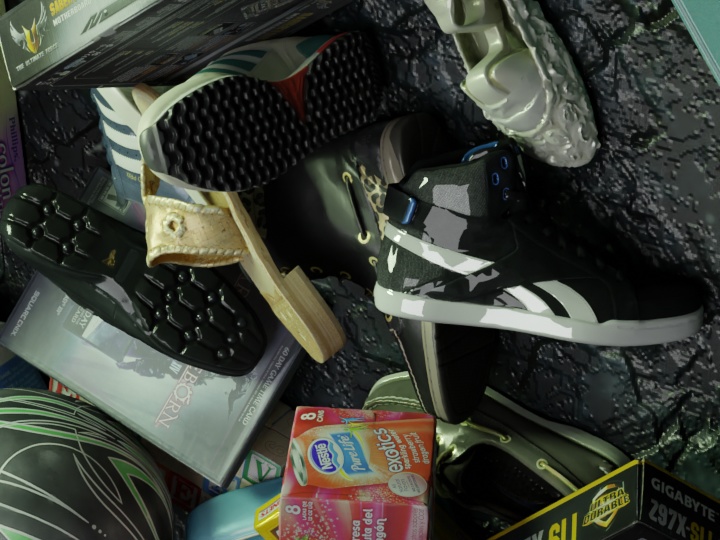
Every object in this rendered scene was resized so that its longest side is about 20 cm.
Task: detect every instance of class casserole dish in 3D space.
[{"bbox_3d":[-0.031,0.198,1.567,0.198,0.039,0.122,-16,119,16],"label":"casserole dish"}]

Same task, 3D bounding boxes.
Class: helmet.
[{"bbox_3d":[-0.227,0.177,1.567,0.199,0.200,0.192,23,121,23],"label":"helmet"}]

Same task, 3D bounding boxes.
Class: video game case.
[{"bbox_3d":[-0.137,0.037,1.565,0.199,0.019,0.144,30,89,19],"label":"video game case"}]

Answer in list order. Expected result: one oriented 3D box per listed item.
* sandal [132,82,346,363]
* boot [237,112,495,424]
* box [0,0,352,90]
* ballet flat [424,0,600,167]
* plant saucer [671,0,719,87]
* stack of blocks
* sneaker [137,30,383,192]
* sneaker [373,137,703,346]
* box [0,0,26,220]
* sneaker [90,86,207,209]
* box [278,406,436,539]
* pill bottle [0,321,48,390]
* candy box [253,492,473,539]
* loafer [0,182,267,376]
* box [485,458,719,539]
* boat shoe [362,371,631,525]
[{"bbox_3d":[-0.100,-0.017,1.424,0.212,0.069,0.078,51,167,4],"label":"sandal"},{"bbox_3d":[0.000,0.000,1.464,0.150,0.073,0.202,-1,112,36],"label":"boot"},{"bbox_3d":[-0.100,-0.165,1.378,0.199,0.158,0.049,-23,79,45],"label":"box"},{"bbox_3d":[0.072,-0.141,1.340,0.071,0.072,0.201,-18,104,40],"label":"ballet flat"},{"bbox_3d":[0.197,-0.165,1.267,0.070,0.019,0.201,-25,98,41],"label":"plant saucer"},{"bbox_3d":[-0.126,0.100,1.621,0.199,0.059,0.116,29,129,20],"label":"stack of blocks"},{"bbox_3d":[-0.077,-0.095,1.386,0.093,0.199,0.071,0,110,42],"label":"sneaker"},{"bbox_3d":[0.110,-0.021,1.352,0.198,0.073,0.113,5,103,2],"label":"sneaker"},{"bbox_3d":[-0.334,-0.088,1.570,0.096,0.200,0.177,14,123,29],"label":"box"},{"bbox_3d":[-0.151,-0.093,1.519,0.084,0.075,0.201,-36,91,39],"label":"sneaker"},{"bbox_3d":[-0.002,0.197,1.451,0.095,0.100,0.201,4,122,3],"label":"box"},{"bbox_3d":[-0.286,0.108,1.706,0.112,0.112,0.201,-16,104,40],"label":"pill bottle"},{"bbox_3d":[0.031,0.205,1.528,0.102,0.026,0.200,-36,112,21],"label":"candy box"},{"bbox_3d":[-0.151,0.007,1.531,0.200,0.068,0.070,31,171,1],"label":"loafer"},{"bbox_3d":[0.164,0.202,1.426,0.159,0.050,0.200,27,139,-27],"label":"box"},{"bbox_3d":[0.081,0.122,1.483,0.200,0.060,0.073,19,124,26],"label":"boat shoe"}]
